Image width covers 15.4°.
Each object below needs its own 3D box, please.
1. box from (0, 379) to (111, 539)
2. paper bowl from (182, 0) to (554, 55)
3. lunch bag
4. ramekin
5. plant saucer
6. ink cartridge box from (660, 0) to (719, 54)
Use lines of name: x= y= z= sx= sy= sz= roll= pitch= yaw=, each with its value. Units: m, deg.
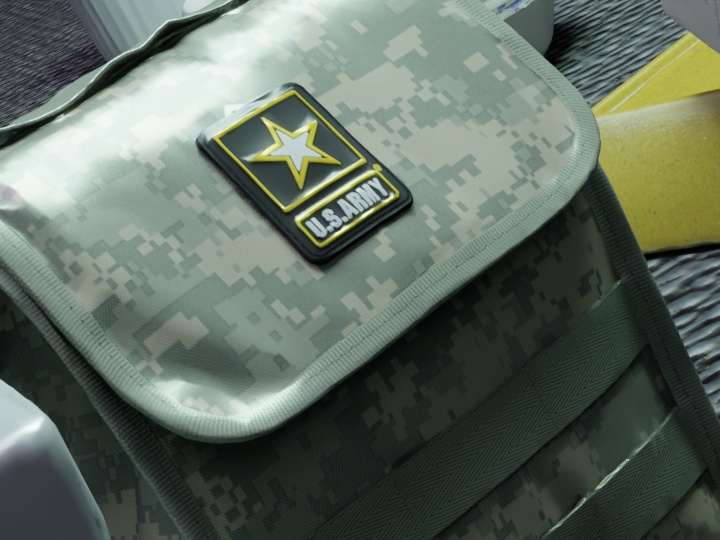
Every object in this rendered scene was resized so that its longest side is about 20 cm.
box: x=-0.103 y=0.133 z=0.464 sx=0.171 sy=0.200 sz=0.200 roll=-31 pitch=15 yaw=-15
paper bowl: x=0.018 y=-0.132 z=1.354 sx=0.200 sy=0.105 sz=0.201 roll=-24 pitch=14 yaw=7
lunch bag: x=-0.010 y=0.027 z=0.671 sx=0.164 sy=0.201 sz=0.117 roll=-36 pitch=17 yaw=-35
ramekin: x=-0.125 y=-0.229 z=1.944 sx=0.200 sy=0.098 sz=0.201 roll=-24 pitch=15 yaw=7
plant saucer: x=0.179 y=-0.077 z=1.008 sx=0.199 sy=0.049 sz=0.200 roll=-8 pitch=23 yaw=48
ink cartridge box: x=0.200 y=-0.109 z=0.876 sx=0.146 sy=0.083 sz=0.200 roll=-20 pitch=29 yaw=-12
